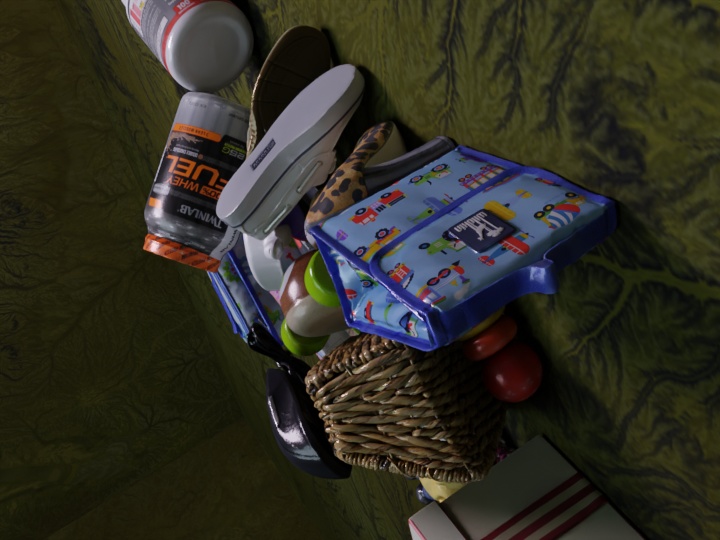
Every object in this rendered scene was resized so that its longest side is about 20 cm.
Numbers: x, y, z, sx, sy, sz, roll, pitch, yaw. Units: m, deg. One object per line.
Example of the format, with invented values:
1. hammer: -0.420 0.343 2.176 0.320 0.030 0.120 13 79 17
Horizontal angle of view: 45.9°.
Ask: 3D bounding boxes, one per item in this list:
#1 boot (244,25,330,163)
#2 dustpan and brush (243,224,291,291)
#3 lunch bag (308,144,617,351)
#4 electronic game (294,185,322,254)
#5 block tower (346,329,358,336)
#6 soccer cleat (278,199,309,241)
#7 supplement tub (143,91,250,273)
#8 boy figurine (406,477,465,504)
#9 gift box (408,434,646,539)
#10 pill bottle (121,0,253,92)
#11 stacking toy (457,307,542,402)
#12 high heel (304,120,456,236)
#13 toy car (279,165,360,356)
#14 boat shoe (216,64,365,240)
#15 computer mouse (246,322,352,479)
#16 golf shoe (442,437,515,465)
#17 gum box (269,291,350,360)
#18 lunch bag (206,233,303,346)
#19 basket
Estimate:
1. boot: -0.083 -0.180 0.921 0.155 0.071 0.202 -96 22 -61
2. dustpan and brush: -0.101 -0.032 0.959 0.200 0.056 0.142 -62 -36 -78
3. lunch bag: 0.075 -0.009 0.601 0.200 0.149 0.095 26 142 63
4. electronic game: -0.065 -0.057 1.142 0.201 0.041 0.201 53 162 25
5. block tower: 0.045 0.120 1.075 0.201 0.054 0.058 58 163 13
6. soccer cleat: -0.119 -0.071 1.099 0.200 0.072 0.069 31 138 58
7. supplement tub: -0.192 -0.107 1.052 0.121 0.203 0.123 17 178 1
8. boy figurine: 0.101 0.257 1.112 0.125 0.064 0.200 58 163 13
9. gift box: 0.159 0.312 0.809 0.184 0.185 0.202 43 155 48
10. pill bottle: -0.226 -0.321 1.069 0.200 0.115 0.117 49 160 36
11. stacking toy: 0.095 0.026 0.754 0.201 0.085 0.085 55 164 -2
12. high heel: -0.013 -0.077 0.771 0.072 0.141 0.200 64 163 -13
13. toy car: -0.032 -0.038 0.915 0.165 0.156 0.202 120 132 -60
14. boat shoe: -0.057 -0.110 0.833 0.065 0.200 0.072 33 -166 -34
15. computer mouse: -0.054 0.152 0.854 0.140 0.046 0.201 45 -173 -45
16. golf shoe: 0.103 0.172 0.952 0.201 0.072 0.092 59 165 9
17. gum box: -0.031 0.097 1.186 0.201 0.066 0.113 56 168 -27
18. lunch bag: -0.137 0.010 1.260 0.202 0.159 0.082 63 164 -4
19. basket: 0.042 0.127 0.812 0.150 0.141 0.200 62 -163 -3
